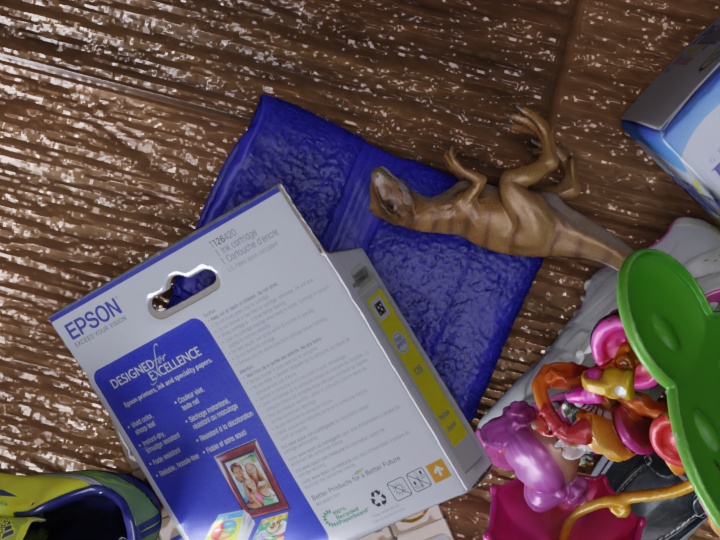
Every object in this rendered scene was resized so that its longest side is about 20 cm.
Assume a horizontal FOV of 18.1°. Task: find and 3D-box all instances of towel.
[{"bbox_3d":[0.000,0.000,1.331,0.199,0.050,0.149,23,91,-3],"label":"towel"}]

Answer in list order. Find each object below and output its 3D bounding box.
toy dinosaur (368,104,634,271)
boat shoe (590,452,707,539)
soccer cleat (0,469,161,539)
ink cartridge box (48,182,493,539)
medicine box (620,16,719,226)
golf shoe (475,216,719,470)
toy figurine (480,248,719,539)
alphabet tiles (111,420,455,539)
[{"bbox_3d":[0.103,-0.030,1.304,0.199,0.060,0.107,15,67,4],"label":"toy dinosaur"},{"bbox_3d":[0.202,0.106,1.335,0.072,0.071,0.200,43,94,-4],"label":"boat shoe"},{"bbox_3d":[-0.217,0.151,1.331,0.199,0.084,0.065,-5,96,2],"label":"soccer cleat"},{"bbox_3d":[-0.054,0.069,1.296,0.197,0.047,0.201,-27,95,34],"label":"ink cartridge box"},{"bbox_3d":[0.257,-0.047,1.264,0.200,0.182,0.103,43,94,-4],"label":"medicine box"},{"bbox_3d":[0.149,0.046,1.337,0.199,0.092,0.075,-34,136,20],"label":"golf shoe"},{"bbox_3d":[0.137,0.106,1.252,0.184,0.150,0.200,-28,107,37],"label":"toy figurine"},{"bbox_3d":[-0.037,0.151,1.371,0.166,0.008,0.201,-22,95,2],"label":"alphabet tiles"}]
